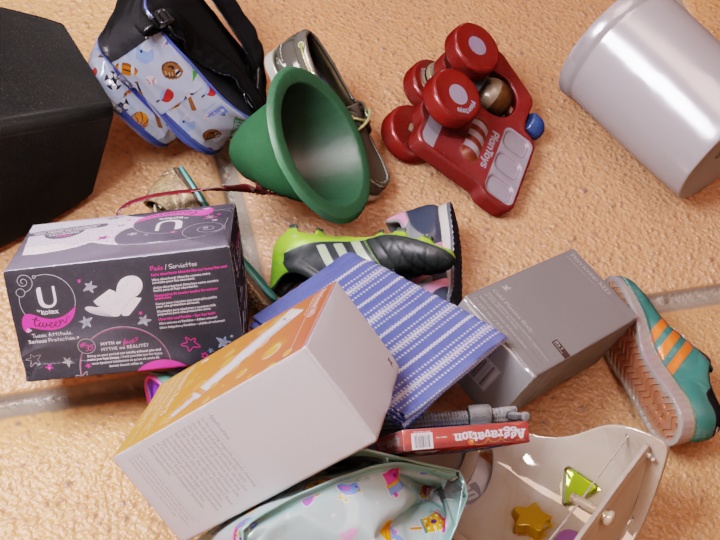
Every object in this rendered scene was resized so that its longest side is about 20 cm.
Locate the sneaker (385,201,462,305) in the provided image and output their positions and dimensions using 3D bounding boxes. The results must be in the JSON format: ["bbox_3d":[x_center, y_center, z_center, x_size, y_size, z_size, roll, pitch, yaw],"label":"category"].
[{"bbox_3d":[0.063,0.021,1.254,0.082,0.070,0.200,-6,55,13],"label":"sneaker"}]

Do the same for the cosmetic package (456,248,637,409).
[{"bbox_3d":[0.173,0.061,1.190,0.200,0.090,0.107,-25,66,-44],"label":"cosmetic package"}]

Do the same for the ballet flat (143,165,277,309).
[{"bbox_3d":[-0.161,-0.021,1.238,0.065,0.071,0.200,-37,64,-2],"label":"ballet flat"}]

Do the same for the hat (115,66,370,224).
[{"bbox_3d":[-0.115,-0.109,1.254,0.176,0.200,0.166,-19,56,30],"label":"hat"}]

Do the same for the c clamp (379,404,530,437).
[{"bbox_3d":[0.045,0.136,1.086,0.200,0.171,0.027,-4,80,1],"label":"c clamp"}]

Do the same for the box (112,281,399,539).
[{"bbox_3d":[-0.082,0.115,0.983,0.097,0.200,0.124,54,22,-14],"label":"box"}]

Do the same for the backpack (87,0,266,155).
[{"bbox_3d":[-0.191,-0.216,1.286,0.190,0.154,0.200,41,29,-25],"label":"backpack"}]

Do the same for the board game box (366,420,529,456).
[{"bbox_3d":[0.068,0.148,1.032,0.103,0.200,0.019,-2,80,-9],"label":"board game box"}]

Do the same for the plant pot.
[{"bbox_3d":[-0.366,-0.148,1.208,0.177,0.200,0.200,-15,58,-36],"label":"plant pot"}]

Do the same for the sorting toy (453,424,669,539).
[{"bbox_3d":[0.153,0.215,1.095,0.180,0.107,0.200,24,45,29],"label":"sorting toy"}]

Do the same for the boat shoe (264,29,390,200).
[{"bbox_3d":[-0.026,-0.171,1.321,0.202,0.060,0.072,55,33,-3],"label":"boat shoe"}]

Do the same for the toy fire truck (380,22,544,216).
[{"bbox_3d":[0.132,-0.176,1.385,0.168,0.112,0.200,36,53,-16],"label":"toy fire truck"}]

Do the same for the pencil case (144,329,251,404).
[{"bbox_3d":[-0.104,0.096,1.144,0.200,0.088,0.088,-28,65,-25],"label":"pencil case"}]

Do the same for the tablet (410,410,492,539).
[{"bbox_3d":[0.087,0.225,1.136,0.200,0.014,0.130,40,57,16],"label":"tablet"}]

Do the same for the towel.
[{"bbox_3d":[0.013,0.058,1.098,0.200,0.024,0.145,29,49,33],"label":"towel"}]

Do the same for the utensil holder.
[{"bbox_3d":[0.362,-0.208,1.407,0.170,0.170,0.200,-31,69,-28],"label":"utensil holder"}]

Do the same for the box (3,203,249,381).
[{"bbox_3d":[-0.209,0.015,1.110,0.200,0.115,0.132,-5,21,-2],"label":"box"}]

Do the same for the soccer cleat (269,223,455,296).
[{"bbox_3d":[0.000,0.000,1.216,0.200,0.068,0.081,3,71,25],"label":"soccer cleat"}]

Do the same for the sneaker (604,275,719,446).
[{"bbox_3d":[0.313,0.092,1.249,0.080,0.071,0.200,-2,55,-27],"label":"sneaker"}]

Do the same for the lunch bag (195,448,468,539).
[{"bbox_3d":[-0.021,0.220,1.010,0.200,0.170,0.122,-25,85,-25],"label":"lunch bag"}]
